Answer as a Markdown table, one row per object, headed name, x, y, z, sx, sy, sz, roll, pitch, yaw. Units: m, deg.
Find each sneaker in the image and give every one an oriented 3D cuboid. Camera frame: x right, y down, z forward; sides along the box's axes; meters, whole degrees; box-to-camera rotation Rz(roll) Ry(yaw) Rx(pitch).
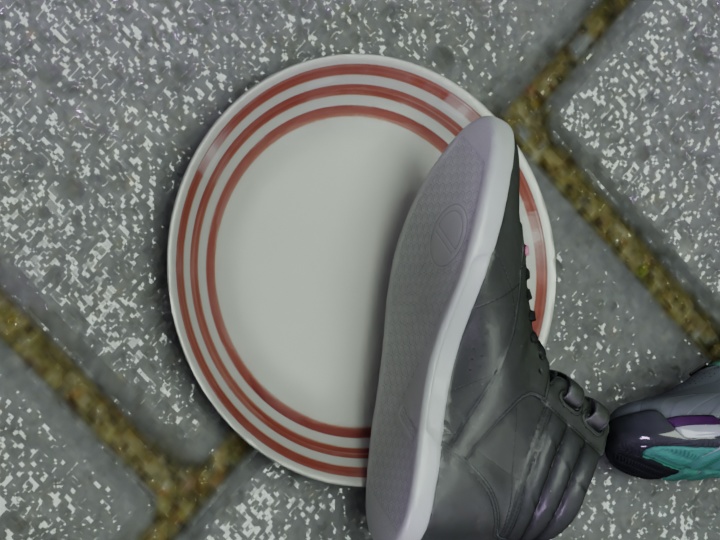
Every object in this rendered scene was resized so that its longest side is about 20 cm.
| name | x | y | z | sx | sy | sz | roll | pitch | yaw |
| --- | --- | --- | --- | --- | --- | --- | --- | --- | --- |
| sneaker | 0.067 | 0.034 | 1.222 | 0.099 | 0.071 | 0.201 | 11 | 88 | -26 |
| sneaker | 0.195 | 0.053 | 1.312 | 0.200 | 0.074 | 0.088 | 0 | 72 | -35 |

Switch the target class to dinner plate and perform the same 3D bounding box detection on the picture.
| name | x | y | z | sx | sy | sz | roll | pitch | yaw |
| --- | --- | --- | --- | --- | --- | --- | --- | --- | --- |
| dinner plate | 0.000 | 0.000 | 1.240 | 0.200 | 0.024 | 0.201 | 2 | 85 | -25 |
